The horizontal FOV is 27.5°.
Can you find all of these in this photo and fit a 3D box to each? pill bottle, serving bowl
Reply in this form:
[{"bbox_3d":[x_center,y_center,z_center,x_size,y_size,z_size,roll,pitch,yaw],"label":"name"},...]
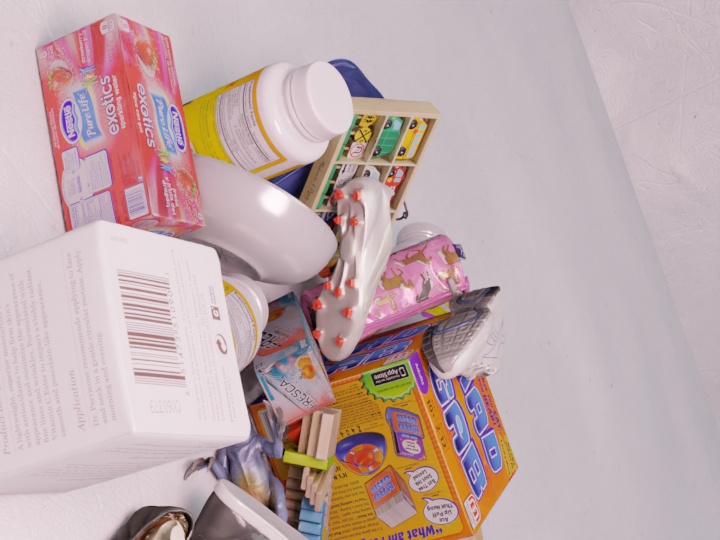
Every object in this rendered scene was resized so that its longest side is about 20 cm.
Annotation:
[{"bbox_3d":[-0.107,-0.150,1.544,0.109,0.198,0.111,29,53,-46],"label":"pill bottle"},{"bbox_3d":[-0.125,-0.039,1.493,0.200,0.198,0.066,43,66,-48],"label":"serving bowl"},{"bbox_3d":[-0.160,0.066,1.405,0.105,0.103,0.200,69,24,-9],"label":"pill bottle"},{"bbox_3d":[0.076,0.032,1.947,0.105,0.103,0.201,52,32,-37],"label":"pill bottle"}]

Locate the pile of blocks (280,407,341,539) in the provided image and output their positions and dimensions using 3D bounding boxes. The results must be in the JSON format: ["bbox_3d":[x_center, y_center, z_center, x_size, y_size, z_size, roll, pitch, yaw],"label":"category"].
[{"bbox_3d":[-0.063,0.226,1.515,0.082,0.061,0.202,-64,161,-65],"label":"pile of blocks"}]

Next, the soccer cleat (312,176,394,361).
[{"bbox_3d":[0.000,0.000,1.594,0.077,0.069,0.203,3,98,-48],"label":"soccer cleat"}]

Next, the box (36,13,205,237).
[{"bbox_3d":[-0.229,-0.126,1.404,0.094,0.102,0.202,12,62,-63],"label":"box"}]

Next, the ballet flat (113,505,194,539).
[{"bbox_3d":[-0.197,0.263,1.259,0.069,0.068,0.200,63,26,-20],"label":"ballet flat"}]

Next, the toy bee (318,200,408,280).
[{"bbox_3d":[-0.014,0.004,1.767,0.108,0.130,0.202,-29,121,-39],"label":"toy bee"}]

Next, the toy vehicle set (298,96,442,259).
[{"bbox_3d":[0.000,-0.098,1.618,0.123,0.201,0.027,-2,40,-36],"label":"toy vehicle set"}]

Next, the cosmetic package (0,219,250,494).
[{"bbox_3d":[-0.222,0.077,1.166,0.165,0.198,0.167,14,61,-61],"label":"cosmetic package"}]

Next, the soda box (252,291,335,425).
[{"bbox_3d":[-0.077,0.089,1.541,0.200,0.063,0.069,-118,-176,-73],"label":"soda box"}]

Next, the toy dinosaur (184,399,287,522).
[{"bbox_3d":[-0.127,0.204,1.485,0.201,0.104,0.183,97,-18,-58],"label":"toy dinosaur"}]

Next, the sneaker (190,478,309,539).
[{"bbox_3d":[-0.089,0.295,1.399,0.200,0.099,0.071,41,2,-13],"label":"sneaker"}]

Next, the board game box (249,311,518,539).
[{"bbox_3d":[0.031,0.186,1.635,0.202,0.198,0.200,70,23,-6],"label":"board game box"}]

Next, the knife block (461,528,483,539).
[{"bbox_3d":[0.077,0.261,1.851,0.175,0.063,0.203,10,66,-63],"label":"knife block"}]

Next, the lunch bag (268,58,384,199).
[{"bbox_3d":[-0.046,-0.123,1.688,0.136,0.199,0.133,38,23,-48],"label":"lunch bag"}]

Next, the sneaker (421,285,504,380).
[{"bbox_3d":[0.123,0.080,1.576,0.200,0.074,0.088,-39,113,-65],"label":"sneaker"}]

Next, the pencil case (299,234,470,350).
[{"bbox_3d":[0.028,0.029,1.682,0.084,0.198,0.086,69,-17,-3],"label":"pencil case"}]
